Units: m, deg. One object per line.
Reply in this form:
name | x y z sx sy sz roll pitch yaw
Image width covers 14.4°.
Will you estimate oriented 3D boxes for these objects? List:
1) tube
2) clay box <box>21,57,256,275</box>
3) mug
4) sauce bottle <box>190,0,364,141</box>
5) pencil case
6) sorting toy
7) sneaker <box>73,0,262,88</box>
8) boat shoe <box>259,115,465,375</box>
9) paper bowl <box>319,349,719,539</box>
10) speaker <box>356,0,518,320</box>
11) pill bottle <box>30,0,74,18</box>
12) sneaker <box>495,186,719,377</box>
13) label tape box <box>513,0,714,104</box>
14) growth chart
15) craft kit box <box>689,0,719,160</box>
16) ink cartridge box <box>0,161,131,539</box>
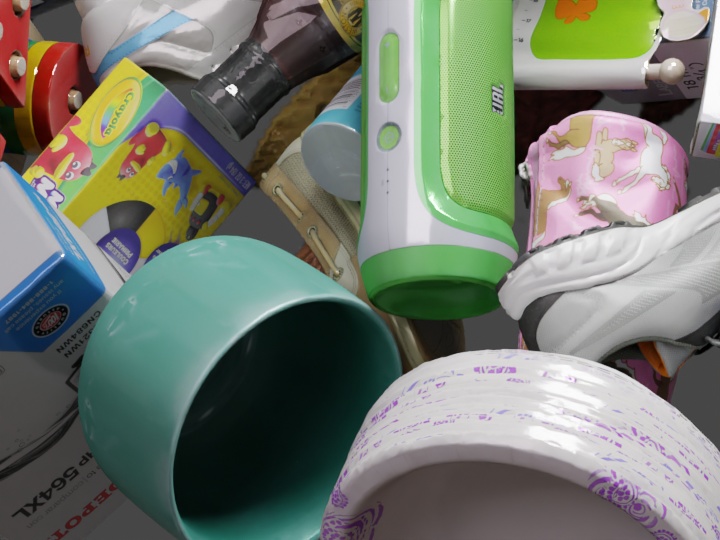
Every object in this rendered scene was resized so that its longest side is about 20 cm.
tube | 0.034 -0.116 1.579 0.077 0.051 0.200 9 41 28
clay box | -0.160 -0.010 1.616 0.048 0.115 0.200 36 85 37
mug | -0.077 0.074 1.472 0.114 0.152 0.186 33 101 43
sauce bottle | -0.011 -0.153 1.600 0.200 0.066 0.066 -46 51 -8
pencil case | 0.120 0.021 1.461 0.086 0.083 0.201 -12 58 32
sorting toy | -0.223 -0.087 1.647 0.069 0.200 0.200 5 66 20
sneaker | -0.069 -0.151 1.681 0.199 0.076 0.081 -16 79 16
boat shoe | -0.002 -0.002 1.553 0.063 0.073 0.201 -39 48 15
paper bowl | 0.087 0.120 1.352 0.199 0.201 0.105 -7 37 26
speaker | 0.040 -0.080 1.472 0.088 0.088 0.202 -9 70 25
pill bottle | -0.224 -0.208 1.763 0.199 0.112 0.113 -18 55 23
sneaker | 0.168 0.005 1.399 0.199 0.074 0.080 -20 78 -10
label tape box | 0.172 -0.170 1.553 0.199 0.063 0.145 -3 62 30
growth chart | 0.125 -0.180 1.536 0.144 0.018 0.201 -8 61 27
craft kit box | 0.277 -0.137 1.436 0.198 0.049 0.199 8 68 4
ink cartridge box | -0.181 0.055 1.537 0.146 0.200 0.084 -42 53 2
